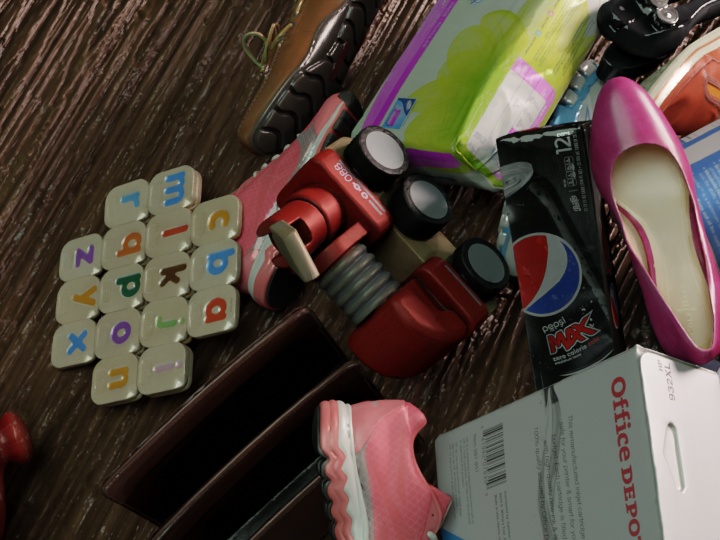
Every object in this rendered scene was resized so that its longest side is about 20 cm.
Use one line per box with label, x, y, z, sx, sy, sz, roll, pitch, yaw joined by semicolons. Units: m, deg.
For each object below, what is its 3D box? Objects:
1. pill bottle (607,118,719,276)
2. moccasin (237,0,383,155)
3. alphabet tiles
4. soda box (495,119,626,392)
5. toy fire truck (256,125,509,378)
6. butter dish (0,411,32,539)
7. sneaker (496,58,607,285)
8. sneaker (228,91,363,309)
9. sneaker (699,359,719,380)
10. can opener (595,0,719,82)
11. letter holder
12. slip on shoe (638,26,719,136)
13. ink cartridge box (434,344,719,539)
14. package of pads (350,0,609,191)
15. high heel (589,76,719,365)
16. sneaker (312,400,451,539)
pill bottle;0.293;-0.064;0.994;0.200;0.112;0.112;-27;63;4
moccasin;-0.054;-0.189;1.168;0.078;0.074;0.202;16;75;31
alphabet tiles;-0.178;0.012;1.121;0.195;0.015;0.200;-15;62;29
soda box;0.149;-0.006;0.980;0.063;0.071;0.200;-8;97;18
toy fire truck;0.000;0.000;0.964;0.176;0.129;0.200;49;42;2
butter dish;-0.331;0.153;1.052;0.148;0.200;0.200;-19;62;-19
sneaker;0.174;-0.072;1.056;0.087;0.075;0.200;24;75;17
sneaker;-0.065;-0.070;1.118;0.087;0.074;0.200;18;72;25
sneaker;0.213;0.147;0.950;0.108;0.070;0.200;33;81;29
can opener;0.264;-0.217;1.072;0.200;0.079;0.063;-31;85;-25
letter holder;-0.071;0.140;0.988;0.200;0.142;0.101;-42;63;-5
slip on shoe;0.245;-0.130;1.019;0.200;0.074;0.061;-34;87;-44
ink cartridge box;0.147;0.156;0.896;0.200;0.084;0.145;-32;51;45
package of pads;0.099;-0.162;1.081;0.154;0.068;0.200;13;68;55
high heel;0.199;-0.036;0.895;0.067;0.096;0.200;-10;90;3
sneaker;0.024;0.183;0.913;0.087;0.074;0.200;-10;88;-6
